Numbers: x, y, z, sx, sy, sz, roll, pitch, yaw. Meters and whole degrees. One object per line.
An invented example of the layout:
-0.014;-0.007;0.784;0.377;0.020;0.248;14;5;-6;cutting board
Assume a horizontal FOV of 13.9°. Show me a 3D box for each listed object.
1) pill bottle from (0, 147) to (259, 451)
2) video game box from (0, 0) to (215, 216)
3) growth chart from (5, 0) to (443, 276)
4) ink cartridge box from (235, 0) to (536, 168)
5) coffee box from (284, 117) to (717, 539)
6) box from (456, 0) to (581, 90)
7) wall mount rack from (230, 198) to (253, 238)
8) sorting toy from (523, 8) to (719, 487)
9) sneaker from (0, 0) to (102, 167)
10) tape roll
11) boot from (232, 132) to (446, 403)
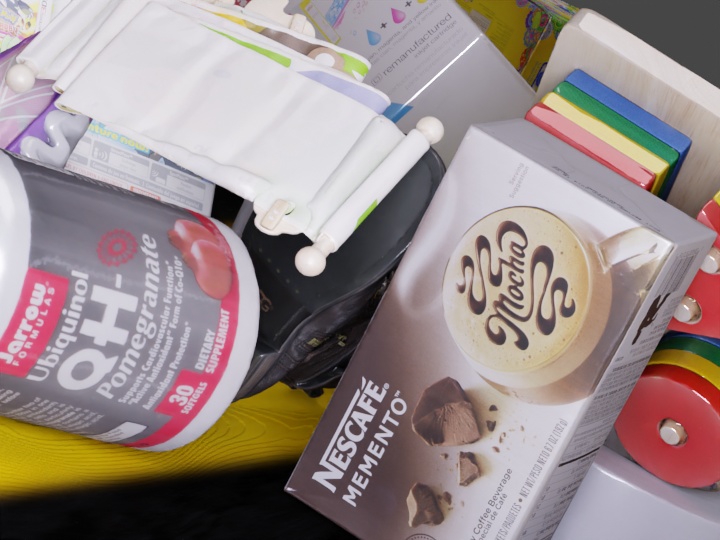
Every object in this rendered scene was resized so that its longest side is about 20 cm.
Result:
-0.149;0.007;1.266;0.200;0.111;0.111;18;15;-42;pill bottle
-0.166;-0.078;1.483;0.200;0.182;0.047;21;-32;-21;video game box
-0.061;-0.083;1.369;0.200;0.018;0.145;30;45;20;growth chart
0.008;-0.114;1.725;0.125;0.129;0.200;44;6;-46;ink cartridge box
0.065;0.043;1.382;0.113;0.200;0.080;32;15;16;coffee box
0.188;-0.211;3.028;0.193;0.122;0.200;20;13;-34;box
-0.135;-0.040;1.621;0.200;0.075;0.174;27;-13;-13;wall mount rack
0.147;0.007;1.462;0.199;0.200;0.070;34;48;13;sorting toy
-0.176;-0.072;1.399;0.088;0.080;0.200;32;53;-4;sneaker
0.129;0.116;1.561;0.200;0.066;0.200;26;11;-6;tape roll
0.000;0.000;1.479;0.069;0.200;0.174;56;27;16;boot
